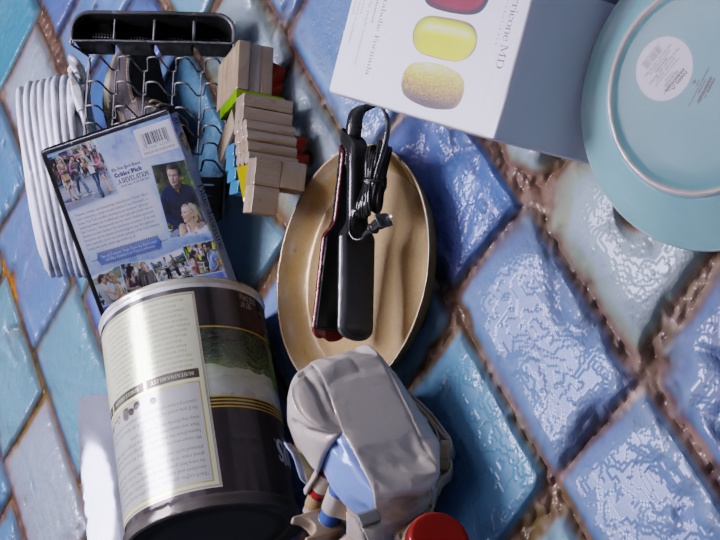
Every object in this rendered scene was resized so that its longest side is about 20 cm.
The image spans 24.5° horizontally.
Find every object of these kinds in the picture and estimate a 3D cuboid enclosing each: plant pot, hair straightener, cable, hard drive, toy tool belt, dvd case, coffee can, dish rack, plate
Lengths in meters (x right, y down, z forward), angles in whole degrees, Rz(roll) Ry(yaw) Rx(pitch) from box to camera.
[{"bbox_3d":[0.000,0.000,1.328,0.199,0.027,0.202,-17,68,51],"label":"plant pot"},{"bbox_3d":[0.008,-0.044,1.282,0.077,0.041,0.202,0,78,52],"label":"hair straightener"},{"bbox_3d":[-0.290,-0.090,1.624,0.200,0.069,0.202,109,154,-76],"label":"cable"},{"bbox_3d":[-0.180,0.207,1.433,0.042,0.134,0.202,-28,58,29],"label":"hard drive"},{"bbox_3d":[0.011,0.164,1.217,0.201,0.124,0.123,59,151,31],"label":"toy tool belt"},{"bbox_3d":[-0.192,-0.032,1.476,0.142,0.018,0.202,-14,101,26],"label":"dvd case"},{"bbox_3d":[-0.135,0.127,1.376,0.146,0.145,0.202,-38,54,42],"label":"coffee can"},{"bbox_3d":[-0.190,-0.133,1.517,0.055,0.152,0.202,86,-175,-78],"label":"dish rack"},{"bbox_3d":[0.217,-0.113,1.034,0.199,0.025,0.202,-5,82,40],"label":"plate"}]

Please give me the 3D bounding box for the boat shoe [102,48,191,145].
[{"bbox_3d":[-0.194,-0.127,1.588,0.073,0.074,0.202,-19,73,36],"label":"boat shoe"}]

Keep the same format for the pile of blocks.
[{"bbox_3d":[-0.081,-0.112,1.437,0.082,0.062,0.201,119,150,-43],"label":"pile of blocks"}]

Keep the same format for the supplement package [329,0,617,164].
[{"bbox_3d":[0.086,-0.154,1.180,0.199,0.109,0.115,22,100,52],"label":"supplement package"}]
